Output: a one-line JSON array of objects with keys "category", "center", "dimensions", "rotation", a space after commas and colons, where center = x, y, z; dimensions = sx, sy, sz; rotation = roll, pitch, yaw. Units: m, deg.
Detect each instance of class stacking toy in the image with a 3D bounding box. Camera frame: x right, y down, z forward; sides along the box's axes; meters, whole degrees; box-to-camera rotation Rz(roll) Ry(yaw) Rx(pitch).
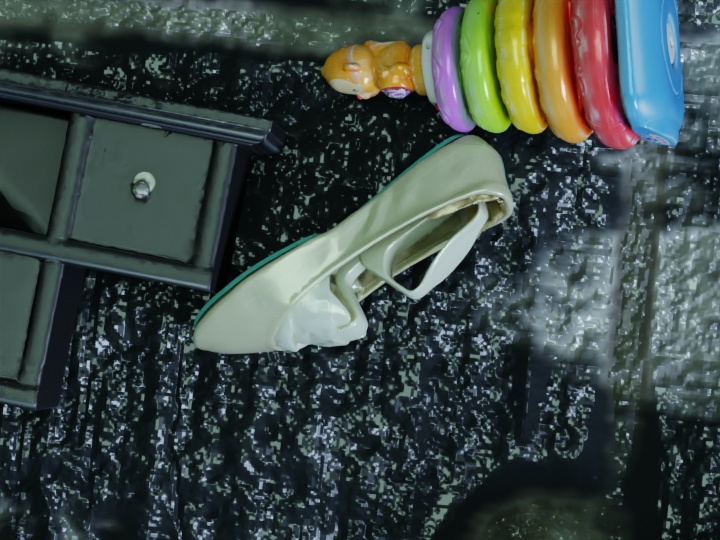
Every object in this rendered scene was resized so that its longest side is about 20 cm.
[{"category": "stacking toy", "center": [0.074, -0.116, 1.620], "dimensions": [0.200, 0.116, 0.110], "rotation": [-5, 84, 15]}]

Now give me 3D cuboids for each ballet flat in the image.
[{"category": "ballet flat", "center": [0.000, 0.000, 1.623], "dimensions": [0.200, 0.069, 0.069], "rotation": [-36, 86, 2]}]

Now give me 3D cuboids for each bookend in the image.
[{"category": "bookend", "center": [-0.160, -0.002, 1.625], "dimensions": [0.199, 0.092, 0.200], "rotation": [12, 89, 4]}]
